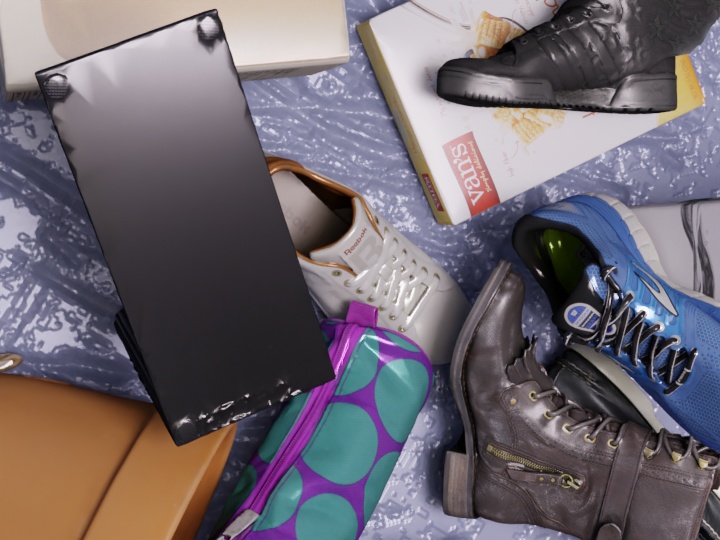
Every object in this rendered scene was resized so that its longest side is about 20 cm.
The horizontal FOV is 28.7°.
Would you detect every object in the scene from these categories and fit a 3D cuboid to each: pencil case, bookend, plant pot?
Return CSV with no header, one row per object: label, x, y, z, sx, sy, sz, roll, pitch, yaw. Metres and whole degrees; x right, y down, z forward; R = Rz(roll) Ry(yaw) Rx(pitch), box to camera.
pencil case,-0.030,0.123,0.845,0.201,0.084,0.093,-61,145,-30
bookend,-0.109,-0.041,0.767,0.091,0.199,0.201,-22,111,-12
plant pot,-0.172,0.148,0.795,0.139,0.200,0.201,24,86,1

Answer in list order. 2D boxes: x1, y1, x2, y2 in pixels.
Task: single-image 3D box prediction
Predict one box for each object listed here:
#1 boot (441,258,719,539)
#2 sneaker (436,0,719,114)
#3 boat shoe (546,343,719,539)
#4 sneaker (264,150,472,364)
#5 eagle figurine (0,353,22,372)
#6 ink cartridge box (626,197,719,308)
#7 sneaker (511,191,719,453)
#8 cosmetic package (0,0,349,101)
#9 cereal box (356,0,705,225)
boot,0.144,0.098,0.882,0.173,0.069,0.202,11,117,17
sneaker,0.141,-0.153,0.883,0.198,0.060,0.105,1,94,-20
boat shoe,0.189,0.138,0.944,0.066,0.074,0.200,-42,102,-7
sneaker,0.000,0.000,0.879,0.199,0.085,0.073,35,83,-19
eagle figurine,-0.290,0.018,0.770,0.150,0.201,0.152,16,48,21
ink cartridge box,0.259,-0.006,0.871,0.145,0.199,0.085,-5,92,-44
sneaker,0.156,0.034,0.815,0.089,0.200,0.079,-7,134,-42
cosmetic package,-0.115,-0.146,0.831,0.198,0.105,0.072,-7,95,-16
cereal box,0.114,-0.135,0.926,0.199,0.040,0.145,-27,99,-12
